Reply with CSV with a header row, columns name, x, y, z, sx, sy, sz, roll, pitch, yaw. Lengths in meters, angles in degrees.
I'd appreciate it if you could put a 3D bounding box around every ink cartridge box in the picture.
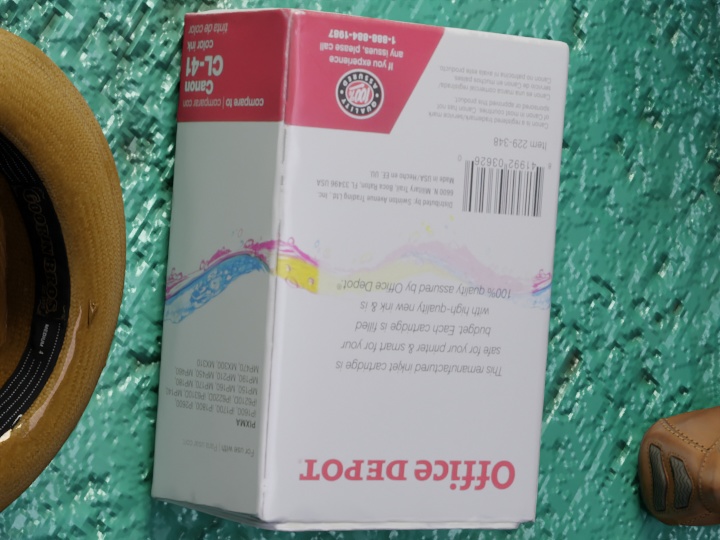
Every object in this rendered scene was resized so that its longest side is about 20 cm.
name,x,y,z,sx,sy,sz,roll,pitch,yaw
ink cartridge box,0.000,0.000,1.199,0.147,0.085,0.201,5,92,-38

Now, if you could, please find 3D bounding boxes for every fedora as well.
name,x,y,z,sx,sy,sz,roll,pitch,yaw
fedora,-0.174,0.000,1.064,0.200,0.082,0.202,-16,113,-44

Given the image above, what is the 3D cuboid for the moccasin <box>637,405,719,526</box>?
name,x,y,z,sx,sy,sz,roll,pitch,yaw
moccasin,0.223,0.076,1.380,0.200,0.078,0.074,-5,96,-37
